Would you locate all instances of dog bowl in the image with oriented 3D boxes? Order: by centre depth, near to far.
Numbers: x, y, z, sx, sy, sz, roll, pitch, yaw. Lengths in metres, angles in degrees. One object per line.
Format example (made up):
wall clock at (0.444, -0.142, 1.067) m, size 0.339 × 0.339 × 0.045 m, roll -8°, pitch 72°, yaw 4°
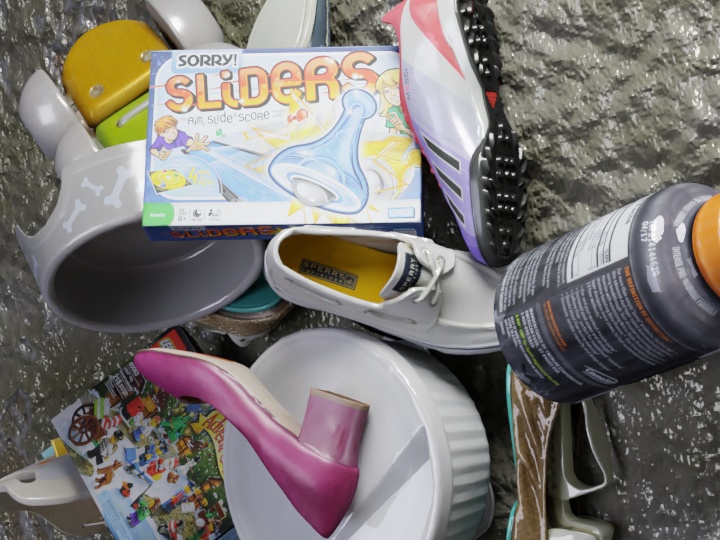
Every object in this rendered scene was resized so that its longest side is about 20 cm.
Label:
dog bowl at (-0.161, -0.020, 1.604) m, size 0.200 × 0.199 × 0.059 m, roll -48°, pitch 46°, yaw 45°

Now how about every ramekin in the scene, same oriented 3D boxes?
ramekin at (0.004, 0.141, 1.505) m, size 0.201 × 0.094 × 0.204 m, roll 0°, pitch 90°, yaw 39°

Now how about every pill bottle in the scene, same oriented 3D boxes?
pill bottle at (0.181, 0.011, 1.309) m, size 0.200 × 0.106 × 0.107 m, roll -26°, pitch 78°, yaw 51°

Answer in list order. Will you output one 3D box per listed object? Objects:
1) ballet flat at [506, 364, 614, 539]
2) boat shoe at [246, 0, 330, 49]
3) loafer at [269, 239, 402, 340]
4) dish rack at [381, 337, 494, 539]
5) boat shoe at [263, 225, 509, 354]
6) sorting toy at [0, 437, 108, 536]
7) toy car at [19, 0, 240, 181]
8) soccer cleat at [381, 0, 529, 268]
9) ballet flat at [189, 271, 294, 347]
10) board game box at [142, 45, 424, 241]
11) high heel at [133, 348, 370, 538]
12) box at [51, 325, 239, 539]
ballet flat at (0.139, 0.151, 1.441) m, size 0.072 × 0.068 × 0.202 m, roll 5°, pitch 99°, yaw 31°
boat shoe at (-0.047, -0.129, 1.574) m, size 0.075 × 0.062 × 0.202 m, roll -23°, pitch 53°, yaw 45°
loafer at (0.000, 0.000, 1.562) m, size 0.200 × 0.070 × 0.069 m, roll 31°, pitch 118°, yaw 50°
dish rack at (0.009, 0.156, 1.609) m, size 0.200 × 0.043 × 0.173 m, roll -44°, pitch 63°, yaw 45°
boat shoe at (0.031, 0.008, 1.435) m, size 0.070 × 0.198 × 0.072 m, roll 108°, pitch 177°, yaw -80°
sorting toy at (-0.245, 0.184, 1.822) m, size 0.199 × 0.179 × 0.108 m, roll -15°, pitch 87°, yaw 51°
toy car at (-0.162, -0.111, 1.685) m, size 0.200 × 0.174 × 0.150 m, roll 50°, pitch 171°, yaw 45°
soccer cleat at (0.065, -0.097, 1.450) m, size 0.073 × 0.068 × 0.202 m, roll -14°, pitch 83°, yaw 31°
ballet flat at (-0.108, 0.025, 1.722) m, size 0.199 × 0.070 × 0.066 m, roll 19°, pitch 140°, yaw 51°
board game box at (-0.053, -0.091, 1.499) m, size 0.034 × 0.198 × 0.137 m, roll 73°, pitch -163°, yaw -71°
high heel at (-0.088, 0.115, 1.471) m, size 0.199 × 0.067 × 0.097 m, roll 15°, pitch 89°, yaw 34°
box at (-0.153, 0.155, 1.698) m, size 0.136 × 0.038 × 0.200 m, roll -38°, pitch 52°, yaw 2°
